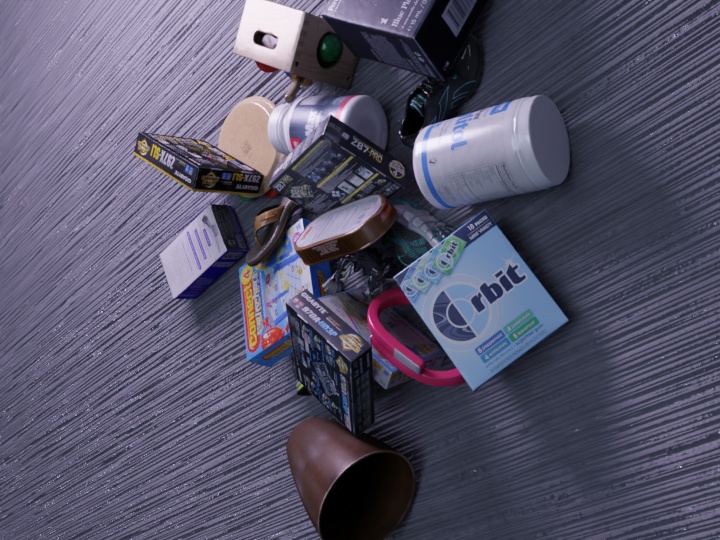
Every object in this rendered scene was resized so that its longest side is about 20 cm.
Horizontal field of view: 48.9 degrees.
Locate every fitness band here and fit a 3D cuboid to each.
[{"bbox_3d":[0.099,0.099,1.225,0.200,0.143,0.038,38,140,31],"label":"fitness band"}]

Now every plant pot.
[{"bbox_3d":[-0.039,0.336,1.333,0.200,0.185,0.189,32,110,51],"label":"plant pot"}]

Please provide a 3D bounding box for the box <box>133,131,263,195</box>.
[{"bbox_3d":[-0.305,-0.201,1.489,0.199,0.159,0.050,31,109,34],"label":"box"}]

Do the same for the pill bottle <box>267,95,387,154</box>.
[{"bbox_3d":[-0.062,-0.242,1.373,0.198,0.119,0.121,9,96,40],"label":"pill bottle"}]

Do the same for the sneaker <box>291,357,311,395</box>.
[{"bbox_3d":[-0.065,0.137,1.407,0.200,0.073,0.081,-47,59,28],"label":"sneaker"}]

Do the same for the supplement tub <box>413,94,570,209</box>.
[{"bbox_3d":[0.188,-0.168,1.155,0.198,0.131,0.134,-10,83,39],"label":"supplement tub"}]

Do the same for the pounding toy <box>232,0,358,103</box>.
[{"bbox_3d":[-0.107,-0.370,1.369,0.199,0.183,0.144,28,108,36],"label":"pounding toy"}]

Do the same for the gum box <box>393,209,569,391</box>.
[{"bbox_3d":[0.173,0.043,1.150,0.169,0.045,0.201,-36,76,2],"label":"gum box"}]

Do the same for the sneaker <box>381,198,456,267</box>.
[{"bbox_3d":[0.105,-0.035,1.271,0.200,0.077,0.092,43,125,40],"label":"sneaker"}]

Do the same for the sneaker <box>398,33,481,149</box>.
[{"bbox_3d":[0.125,-0.277,1.243,0.075,0.079,0.202,36,111,34],"label":"sneaker"}]

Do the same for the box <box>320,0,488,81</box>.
[{"bbox_3d":[0.078,-0.425,1.219,0.199,0.117,0.198,26,85,37],"label":"box"}]

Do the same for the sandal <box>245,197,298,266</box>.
[{"bbox_3d":[-0.158,-0.100,1.449,0.201,0.054,0.082,-57,22,2],"label":"sandal"}]

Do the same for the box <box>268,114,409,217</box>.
[{"bbox_3d":[-0.039,-0.152,1.302,0.200,0.160,0.050,-32,34,53],"label":"box"}]

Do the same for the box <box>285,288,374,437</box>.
[{"bbox_3d":[-0.046,0.148,1.252,0.159,0.046,0.201,38,148,34],"label":"box"}]

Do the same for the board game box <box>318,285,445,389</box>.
[{"bbox_3d":[0.024,0.103,1.287,0.200,0.134,0.035,39,125,33],"label":"board game box"}]

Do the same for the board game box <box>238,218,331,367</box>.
[{"bbox_3d":[-0.136,0.042,1.441,0.195,0.056,0.202,-35,52,34],"label":"board game box"}]

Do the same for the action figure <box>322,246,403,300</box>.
[{"bbox_3d":[0.000,0.000,1.303,0.200,0.118,0.103,39,109,59],"label":"action figure"}]

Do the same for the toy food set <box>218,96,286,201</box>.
[{"bbox_3d":[-0.206,-0.234,1.540,0.198,0.048,0.201,45,117,30],"label":"toy food set"}]

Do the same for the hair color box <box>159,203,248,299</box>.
[{"bbox_3d":[-0.325,-0.036,1.630,0.199,0.064,0.110,-38,66,36],"label":"hair color box"}]

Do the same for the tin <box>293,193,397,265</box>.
[{"bbox_3d":[-0.027,-0.067,1.276,0.199,0.112,0.042,-16,117,42],"label":"tin"}]
